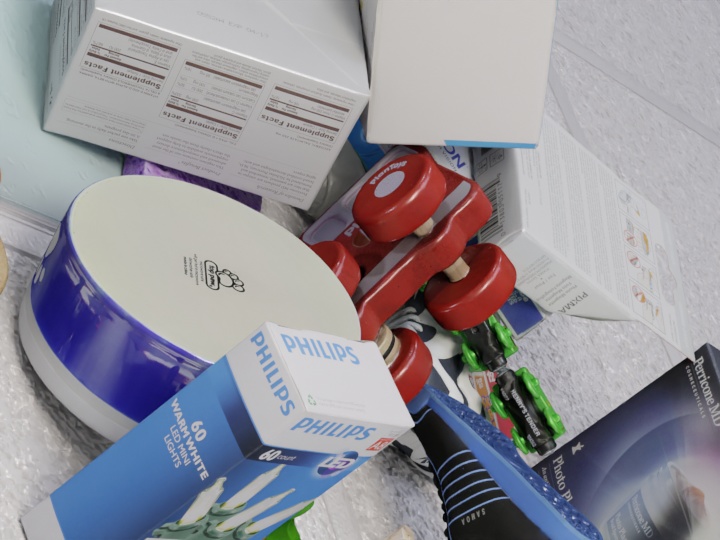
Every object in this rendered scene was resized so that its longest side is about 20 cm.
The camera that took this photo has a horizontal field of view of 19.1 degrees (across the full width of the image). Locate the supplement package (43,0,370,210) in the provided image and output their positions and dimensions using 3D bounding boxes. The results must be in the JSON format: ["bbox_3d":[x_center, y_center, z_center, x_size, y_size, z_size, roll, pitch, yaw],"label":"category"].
[{"bbox_3d":[-0.109,-0.156,1.500,0.198,0.111,0.156,17,37,-19],"label":"supplement package"}]

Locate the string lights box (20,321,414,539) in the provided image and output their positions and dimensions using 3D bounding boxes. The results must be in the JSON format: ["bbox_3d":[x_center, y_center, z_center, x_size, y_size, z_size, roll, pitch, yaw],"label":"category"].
[{"bbox_3d":[-0.080,0.110,1.172,0.102,0.200,0.059,13,45,-53],"label":"string lights box"}]

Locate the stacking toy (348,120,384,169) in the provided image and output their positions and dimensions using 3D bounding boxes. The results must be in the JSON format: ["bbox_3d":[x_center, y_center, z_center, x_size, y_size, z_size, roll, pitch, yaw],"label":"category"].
[{"bbox_3d":[0.067,-0.056,1.786,0.200,0.109,0.117,48,20,-36],"label":"stacking toy"}]

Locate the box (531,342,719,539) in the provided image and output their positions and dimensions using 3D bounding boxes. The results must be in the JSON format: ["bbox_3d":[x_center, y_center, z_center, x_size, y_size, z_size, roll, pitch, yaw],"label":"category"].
[{"bbox_3d":[0.246,0.199,1.623,0.123,0.198,0.201,32,31,-38],"label":"box"}]

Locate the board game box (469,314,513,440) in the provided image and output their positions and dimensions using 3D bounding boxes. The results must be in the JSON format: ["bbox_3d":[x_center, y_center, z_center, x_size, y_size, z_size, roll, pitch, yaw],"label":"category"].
[{"bbox_3d":[0.075,0.038,1.677,0.095,0.030,0.202,18,57,-50],"label":"board game box"}]

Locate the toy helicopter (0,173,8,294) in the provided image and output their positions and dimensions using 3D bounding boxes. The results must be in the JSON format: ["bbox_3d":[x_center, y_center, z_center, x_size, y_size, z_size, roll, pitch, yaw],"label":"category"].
[{"bbox_3d":[-0.275,-0.003,1.162,0.199,0.079,0.133,-2,66,-48],"label":"toy helicopter"}]

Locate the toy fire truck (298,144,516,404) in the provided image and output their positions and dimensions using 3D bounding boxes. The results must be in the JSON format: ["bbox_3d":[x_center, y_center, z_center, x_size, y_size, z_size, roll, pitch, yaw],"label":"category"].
[{"bbox_3d":[0.000,0.000,1.484,0.112,0.200,0.168,49,-8,-26],"label":"toy fire truck"}]

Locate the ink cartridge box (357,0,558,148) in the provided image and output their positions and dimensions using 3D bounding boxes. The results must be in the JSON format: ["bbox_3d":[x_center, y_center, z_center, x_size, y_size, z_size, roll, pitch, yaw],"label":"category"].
[{"bbox_3d":[0.059,-0.184,1.560,0.127,0.126,0.200,2,24,-7],"label":"ink cartridge box"}]

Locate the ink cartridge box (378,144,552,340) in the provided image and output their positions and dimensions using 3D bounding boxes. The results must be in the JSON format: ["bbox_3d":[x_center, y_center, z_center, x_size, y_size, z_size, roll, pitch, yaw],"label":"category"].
[{"bbox_3d":[0.112,-0.062,1.667,0.197,0.043,0.200,54,31,1],"label":"ink cartridge box"}]

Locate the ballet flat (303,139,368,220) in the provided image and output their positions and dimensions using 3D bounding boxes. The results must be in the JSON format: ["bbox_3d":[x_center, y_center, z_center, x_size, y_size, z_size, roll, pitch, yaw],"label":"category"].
[{"bbox_3d":[-0.047,-0.097,1.678,0.069,0.069,0.201,24,33,-46],"label":"ballet flat"}]

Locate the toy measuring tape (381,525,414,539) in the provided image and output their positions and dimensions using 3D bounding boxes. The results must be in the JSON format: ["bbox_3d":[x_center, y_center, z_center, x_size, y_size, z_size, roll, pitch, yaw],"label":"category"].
[{"bbox_3d":[-0.012,0.196,1.336,0.074,0.073,0.200,48,25,-9],"label":"toy measuring tape"}]

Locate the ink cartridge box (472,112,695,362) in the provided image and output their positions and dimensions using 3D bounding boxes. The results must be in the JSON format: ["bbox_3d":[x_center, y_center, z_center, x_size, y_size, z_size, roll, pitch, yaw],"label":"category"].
[{"bbox_3d":[0.166,-0.025,1.621,0.200,0.057,0.163,40,33,-33],"label":"ink cartridge box"}]

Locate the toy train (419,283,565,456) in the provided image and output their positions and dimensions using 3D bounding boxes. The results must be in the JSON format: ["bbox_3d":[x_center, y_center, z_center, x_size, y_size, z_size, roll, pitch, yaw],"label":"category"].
[{"bbox_3d":[0.089,0.046,1.565,0.201,0.042,0.056,60,11,4],"label":"toy train"}]

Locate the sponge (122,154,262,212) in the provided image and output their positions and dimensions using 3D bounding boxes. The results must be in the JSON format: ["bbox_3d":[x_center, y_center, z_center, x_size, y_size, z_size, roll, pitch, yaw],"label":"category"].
[{"bbox_3d":[-0.119,-0.050,1.517,0.111,0.030,0.201,40,28,-26],"label":"sponge"}]

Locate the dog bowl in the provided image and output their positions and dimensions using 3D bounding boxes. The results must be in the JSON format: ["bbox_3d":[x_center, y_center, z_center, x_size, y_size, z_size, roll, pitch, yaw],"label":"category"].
[{"bbox_3d":[-0.102,0.032,1.305,0.199,0.079,0.201,23,28,-13],"label":"dog bowl"}]

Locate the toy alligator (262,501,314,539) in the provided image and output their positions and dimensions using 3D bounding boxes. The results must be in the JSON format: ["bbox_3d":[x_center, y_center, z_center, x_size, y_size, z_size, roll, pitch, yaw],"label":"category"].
[{"bbox_3d":[-0.086,0.105,1.340,0.200,0.054,0.059,51,24,-4],"label":"toy alligator"}]

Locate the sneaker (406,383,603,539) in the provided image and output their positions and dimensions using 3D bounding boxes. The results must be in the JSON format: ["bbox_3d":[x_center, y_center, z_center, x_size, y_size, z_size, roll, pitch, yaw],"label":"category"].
[{"bbox_3d":[0.077,0.152,1.428,0.070,0.078,0.200,28,11,-41],"label":"sneaker"}]

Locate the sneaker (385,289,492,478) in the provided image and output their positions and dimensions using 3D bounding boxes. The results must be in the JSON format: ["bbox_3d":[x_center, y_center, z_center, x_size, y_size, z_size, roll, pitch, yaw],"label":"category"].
[{"bbox_3d":[0.022,0.052,1.566,0.129,0.079,0.201,29,43,-56],"label":"sneaker"}]
